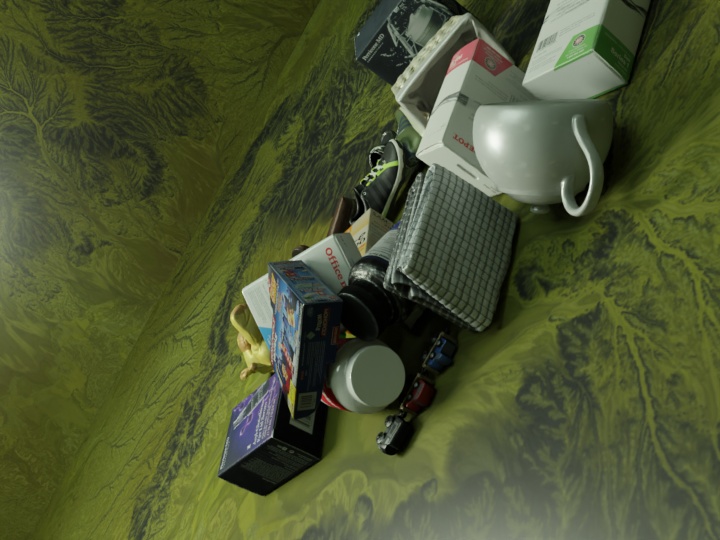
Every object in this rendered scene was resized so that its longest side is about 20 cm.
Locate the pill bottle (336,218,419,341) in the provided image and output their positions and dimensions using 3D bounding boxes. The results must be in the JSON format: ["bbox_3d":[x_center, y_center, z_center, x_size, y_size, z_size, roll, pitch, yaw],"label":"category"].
[{"bbox_3d":[0.051,0.009,1.121,0.200,0.113,0.111,-45,12,-33],"label":"pill bottle"}]

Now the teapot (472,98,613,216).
[{"bbox_3d":[0.241,-0.148,0.996,0.194,0.199,0.149,5,104,29],"label":"teapot"}]

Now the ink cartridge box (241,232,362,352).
[{"bbox_3d":[-0.076,0.047,1.254,0.198,0.146,0.084,-29,-6,21],"label":"ink cartridge box"}]

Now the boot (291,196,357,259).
[{"bbox_3d":[-0.061,-0.080,1.542,0.063,0.187,0.203,17,72,21],"label":"boot"}]

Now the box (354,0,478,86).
[{"bbox_3d":[0.121,-0.486,1.577,0.200,0.195,0.125,-47,26,29],"label":"box"}]

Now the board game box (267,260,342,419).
[{"bbox_3d":[-0.094,0.081,1.147,0.201,0.060,0.203,-122,35,-53],"label":"board game box"}]

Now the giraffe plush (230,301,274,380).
[{"bbox_3d":[-0.202,0.151,1.604,0.162,0.170,0.204,-39,63,59],"label":"giraffe plush"}]

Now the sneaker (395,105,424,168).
[{"bbox_3d":[0.093,-0.272,1.545,0.090,0.067,0.201,-49,28,12],"label":"sneaker"}]

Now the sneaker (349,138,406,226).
[{"bbox_3d":[0.029,-0.162,1.479,0.072,0.081,0.204,-148,72,-66],"label":"sneaker"}]

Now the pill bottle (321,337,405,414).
[{"bbox_3d":[-0.005,0.159,1.151,0.114,0.111,0.200,-65,13,-13],"label":"pill bottle"}]

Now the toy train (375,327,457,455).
[{"bbox_3d":[0.083,0.175,1.086,0.202,0.034,0.046,-62,26,-1],"label":"toy train"}]

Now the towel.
[{"bbox_3d":[0.128,-0.027,1.064,0.085,0.164,0.203,-30,35,53],"label":"towel"}]

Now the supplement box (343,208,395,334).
[{"bbox_3d":[0.000,0.000,1.415,0.126,0.073,0.202,-41,29,37],"label":"supplement box"}]

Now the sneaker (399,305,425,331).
[{"bbox_3d":[0.076,0.018,1.263,0.087,0.074,0.201,-41,34,13],"label":"sneaker"}]

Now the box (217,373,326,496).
[{"bbox_3d":[-0.157,0.293,1.360,0.200,0.103,0.150,-41,30,37],"label":"box"}]

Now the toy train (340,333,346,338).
[{"bbox_3d":[-0.055,0.122,1.317,0.042,0.055,0.204,-30,-52,-77],"label":"toy train"}]

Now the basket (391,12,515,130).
[{"bbox_3d":[0.163,-0.358,1.396,0.200,0.135,0.124,-48,22,9],"label":"basket"}]

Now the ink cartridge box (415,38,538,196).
[{"bbox_3d":[0.190,-0.238,1.203,0.082,0.145,0.203,-14,49,60],"label":"ink cartridge box"}]

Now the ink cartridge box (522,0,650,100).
[{"bbox_3d":[0.339,-0.356,1.111,0.145,0.084,0.203,-12,51,60],"label":"ink cartridge box"}]

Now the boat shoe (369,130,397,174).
[{"bbox_3d":[0.053,-0.243,1.602,0.072,0.067,0.202,-45,26,35],"label":"boat shoe"}]
